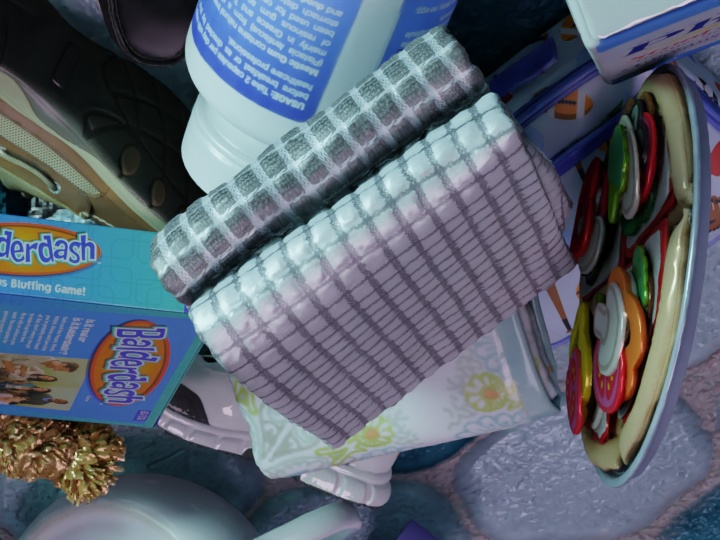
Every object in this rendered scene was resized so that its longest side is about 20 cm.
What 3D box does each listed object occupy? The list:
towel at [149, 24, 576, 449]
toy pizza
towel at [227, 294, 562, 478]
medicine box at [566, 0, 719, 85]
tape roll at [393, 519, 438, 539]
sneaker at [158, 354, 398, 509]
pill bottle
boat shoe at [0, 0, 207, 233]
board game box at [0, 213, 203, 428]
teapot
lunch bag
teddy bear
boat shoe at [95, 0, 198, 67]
[{"bbox_3d":[0.008,-0.014,0.883,0.165,0.086,0.200,-37,160,3],"label":"towel"},{"bbox_3d":[0.123,0.001,0.927,0.031,0.201,0.201,8,134,-5],"label":"toy pizza"},{"bbox_3d":[0.000,0.000,1.023,0.170,0.048,0.201,-13,102,20],"label":"towel"},{"bbox_3d":[0.171,-0.166,0.860,0.181,0.104,0.200,-21,179,10],"label":"medicine box"},{"bbox_3d":[-0.004,0.258,1.262,0.066,0.200,0.200,38,126,4],"label":"tape roll"},{"bbox_3d":[-0.059,0.072,1.164,0.199,0.074,0.080,21,99,-24],"label":"sneaker"},{"bbox_3d":[-0.016,-0.123,0.898,0.111,0.112,0.201,10,127,-21],"label":"pill bottle"},{"bbox_3d":[-0.147,-0.071,0.972,0.200,0.076,0.074,43,131,-18],"label":"boat shoe"},{"bbox_3d":[-0.182,0.024,0.972,0.199,0.045,0.152,7,152,-17],"label":"board game box"},{"bbox_3d":[-0.117,0.213,1.230,0.146,0.199,0.199,-4,109,-64],"label":"teapot"},{"bbox_3d":[0.107,-0.047,1.063,0.200,0.076,0.160,-38,129,23],"label":"lunch bag"},{"bbox_3d":[-0.217,0.065,1.075,0.199,0.067,0.145,31,98,-15],"label":"teddy bear"},{"bbox_3d":[-0.092,-0.167,0.901,0.071,0.068,0.201,1,137,-12],"label":"boat shoe"}]
